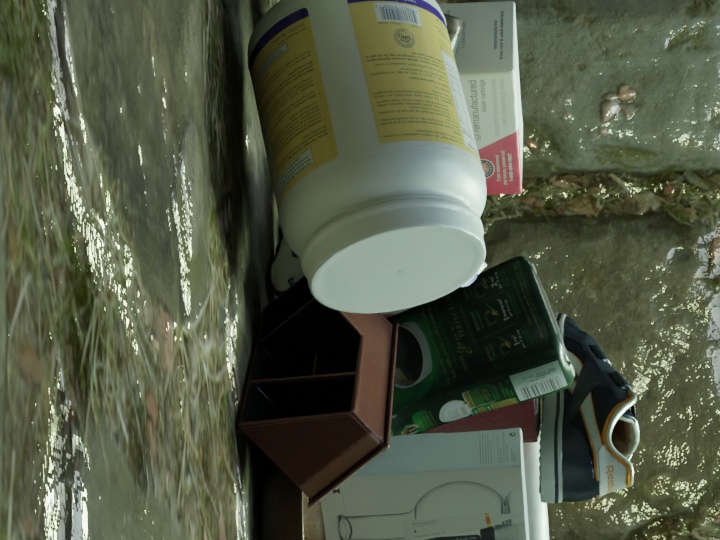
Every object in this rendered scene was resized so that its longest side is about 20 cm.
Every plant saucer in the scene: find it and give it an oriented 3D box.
[{"bbox_3d":[-0.046,0.205,1.621,0.200,0.036,0.201,-3,90,-86],"label":"plant saucer"}]

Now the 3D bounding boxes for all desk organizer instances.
[{"bbox_3d":[-0.027,0.073,1.566,0.077,0.072,0.200,47,17,-15],"label":"desk organizer"}]

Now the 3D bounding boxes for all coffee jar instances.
[{"bbox_3d":[0.055,0.072,1.710,0.085,0.199,0.105,61,9,-64],"label":"coffee jar"}]

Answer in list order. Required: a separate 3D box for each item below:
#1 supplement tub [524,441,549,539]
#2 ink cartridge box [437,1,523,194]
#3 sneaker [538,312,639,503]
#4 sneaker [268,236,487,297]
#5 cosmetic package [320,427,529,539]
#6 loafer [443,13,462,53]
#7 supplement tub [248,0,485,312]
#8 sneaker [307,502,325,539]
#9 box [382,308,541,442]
[{"bbox_3d":[0.059,0.213,1.907,0.145,0.199,0.146,-4,90,-85],"label":"supplement tub"},{"bbox_3d":[0.028,-0.134,1.799,0.145,0.199,0.085,81,10,-49],"label":"ink cartridge box"},{"bbox_3d":[0.181,0.110,1.789,0.200,0.079,0.079,-85,171,-50],"label":"sneaker"},{"bbox_3d":[0.000,0.000,1.704,0.115,0.199,0.081,-53,126,-12],"label":"sneaker"},{"bbox_3d":[0.052,0.214,1.686,0.052,0.150,0.201,-84,169,-56],"label":"cosmetic package"},{"bbox_3d":[0.004,-0.217,1.719,0.072,0.200,0.063,-7,134,-54],"label":"loafer"},{"bbox_3d":[0.006,-0.087,1.566,0.146,0.145,0.201,77,1,-64],"label":"supplement tub"},{"bbox_3d":[0.010,0.240,1.792,0.075,0.114,0.201,-89,173,-51],"label":"sneaker"},{"bbox_3d":[0.045,0.088,1.822,0.128,0.199,0.109,39,48,-83],"label":"box"}]
